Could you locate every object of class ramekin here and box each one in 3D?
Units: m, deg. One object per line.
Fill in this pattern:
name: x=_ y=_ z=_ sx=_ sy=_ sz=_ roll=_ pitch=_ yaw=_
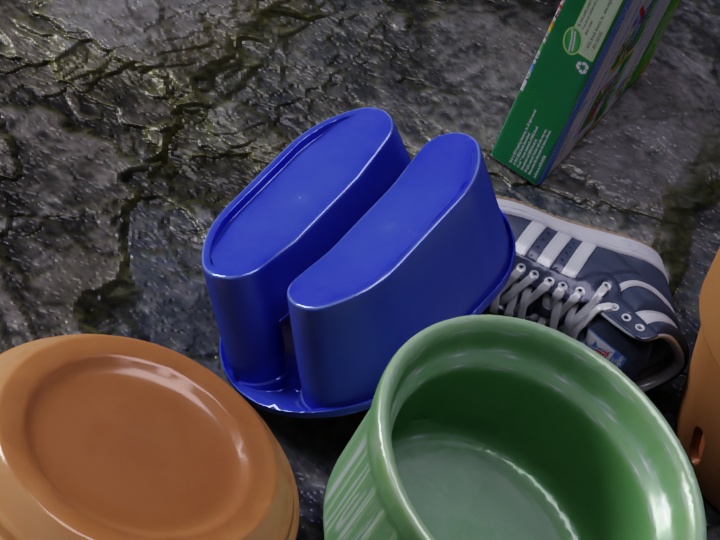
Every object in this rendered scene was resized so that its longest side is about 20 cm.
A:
ramekin: x=0.077 y=0.133 z=1.357 sx=0.199 sy=0.098 sz=0.201 roll=18 pitch=46 yaw=-19

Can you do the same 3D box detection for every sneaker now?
sneaker: x=0.113 y=0.020 z=1.546 sx=0.199 sy=0.070 sz=0.109 roll=10 pitch=39 yaw=-24

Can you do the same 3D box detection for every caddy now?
caddy: x=0.000 y=0.000 z=1.453 sx=0.141 sy=0.105 sz=0.200 roll=19 pitch=51 yaw=36

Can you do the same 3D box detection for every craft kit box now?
craft kit box: x=0.178 y=-0.181 z=1.705 sx=0.048 sy=0.201 sz=0.197 roll=34 pitch=39 yaw=13

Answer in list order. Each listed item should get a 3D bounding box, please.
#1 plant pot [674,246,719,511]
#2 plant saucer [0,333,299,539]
plant pot: x=0.279 y=0.075 z=1.521 sx=0.199 sy=0.140 sz=0.201 roll=16 pitch=39 yaw=-13
plant saucer: x=-0.123 y=0.104 z=1.346 sx=0.199 sy=0.038 sz=0.201 roll=15 pitch=40 yaw=-13
